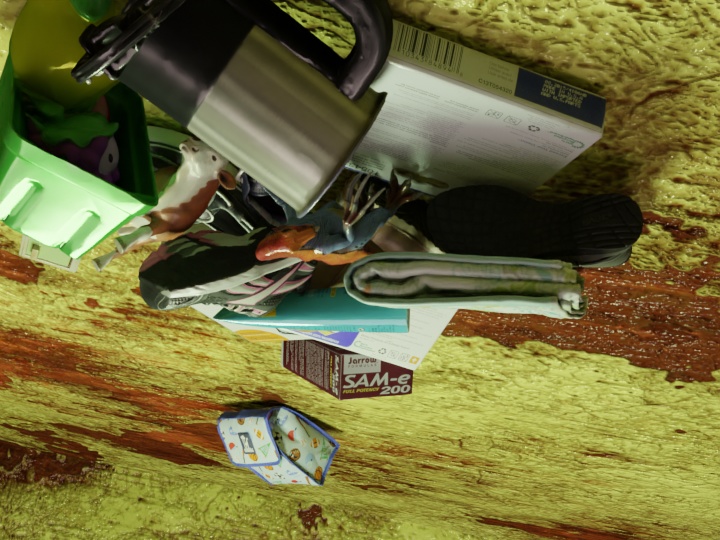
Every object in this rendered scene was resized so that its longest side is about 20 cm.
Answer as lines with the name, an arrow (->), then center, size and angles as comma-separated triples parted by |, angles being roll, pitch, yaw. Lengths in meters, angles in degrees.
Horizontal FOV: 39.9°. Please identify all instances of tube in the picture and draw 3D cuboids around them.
tube -> -0.047, 0.041, 1.020 | 0.196, 0.051, 0.077 | -2, -176, 5

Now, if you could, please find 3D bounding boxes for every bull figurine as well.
bull figurine -> -0.189, -0.060, 0.919 | 0.066, 0.120, 0.200 | 60, 154, 0

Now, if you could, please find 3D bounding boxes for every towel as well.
towel -> 0.101, 0.016, 0.881 | 0.196, 0.049, 0.171 | 4, 176, 17

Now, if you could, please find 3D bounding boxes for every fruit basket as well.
fruit basket -> -0.231, -0.147, 0.820 | 0.154, 0.219, 0.214 | 29, 152, -34

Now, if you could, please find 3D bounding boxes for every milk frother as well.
milk frother -> -0.086, -0.126, 0.685 | 0.187, 0.201, 0.180 | 35, 139, -10

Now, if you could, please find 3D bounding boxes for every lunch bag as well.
lunch bag -> -0.174, 0.345, 1.987 | 0.168, 0.125, 0.200 | -11, 135, 43

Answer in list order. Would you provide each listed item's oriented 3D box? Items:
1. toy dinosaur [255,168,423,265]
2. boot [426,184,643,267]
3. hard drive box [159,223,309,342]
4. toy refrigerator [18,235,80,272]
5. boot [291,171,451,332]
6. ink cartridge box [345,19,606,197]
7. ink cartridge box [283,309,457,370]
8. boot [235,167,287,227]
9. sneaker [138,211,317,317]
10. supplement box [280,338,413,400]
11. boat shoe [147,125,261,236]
toy dinosaur -> -0.020, -0.027, 0.862 | 0.104, 0.181, 0.203 | 8, 125, 36
boot -> 0.162, -0.027, 0.930 | 0.196, 0.069, 0.131 | 3, 168, 7
hard drive box -> -0.135, 0.016, 1.245 | 0.154, 0.078, 0.199 | -6, 151, 36
toy refrigerator -> -0.356, -0.063, 1.180 | 0.075, 0.071, 0.200 | 18, 157, -17
boot -> 0.000, 0.000, 1.060 | 0.174, 0.067, 0.200 | 32, 125, -17
ink cartridge box -> 0.079, -0.123, 0.858 | 0.193, 0.044, 0.200 | 17, 161, -12
ink cartridge box -> 0.026, 0.013, 1.145 | 0.195, 0.044, 0.201 | 19, 125, -21
boot -> -0.086, -0.118, 0.885 | 0.071, 0.092, 0.200 | 3, 156, 20
sneaker -> -0.114, 0.012, 0.949 | 0.198, 0.080, 0.088 | -15, 129, -33
supplement box -> -0.021, 0.116, 1.315 | 0.107, 0.062, 0.199 | -1, -173, -26
boat shoe -> -0.170, -0.080, 1.046 | 0.073, 0.069, 0.199 | -6, 152, 36
